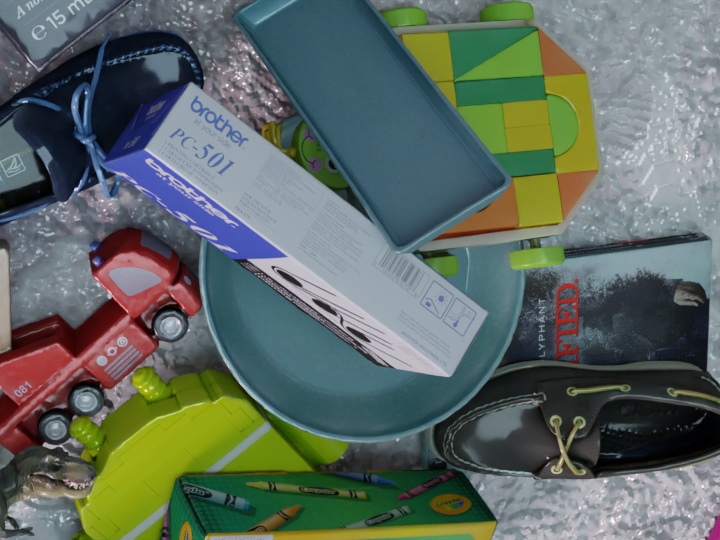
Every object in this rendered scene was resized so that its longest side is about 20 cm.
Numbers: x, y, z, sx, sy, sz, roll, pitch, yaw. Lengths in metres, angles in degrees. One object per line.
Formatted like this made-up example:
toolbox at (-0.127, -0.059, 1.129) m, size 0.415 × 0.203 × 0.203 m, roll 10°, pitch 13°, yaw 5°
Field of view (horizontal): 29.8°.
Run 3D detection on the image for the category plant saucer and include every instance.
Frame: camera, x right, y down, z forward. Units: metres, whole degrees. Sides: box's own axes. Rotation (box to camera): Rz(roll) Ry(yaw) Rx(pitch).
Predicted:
plant saucer at (0.000, 0.000, 0.805) m, size 0.199 × 0.036 × 0.201 m, roll 0°, pitch 90°, yaw -16°
plant saucer at (0.002, -0.091, 0.727) m, size 0.070 × 0.200 × 0.019 m, roll -32°, pitch 147°, yaw -3°

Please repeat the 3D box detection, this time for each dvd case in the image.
dvd case at (0.135, 0.056, 0.889) m, size 0.199 × 0.022 × 0.147 m, roll -6°, pitch 109°, yaw -11°

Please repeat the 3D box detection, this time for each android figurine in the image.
android figurine at (-0.095, 0.136, 0.825) m, size 0.182 × 0.041 × 0.200 m, roll -40°, pitch 127°, yaw 1°

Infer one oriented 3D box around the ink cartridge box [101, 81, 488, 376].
ink cartridge box at (-0.035, -0.017, 0.717) m, size 0.200 × 0.094 × 0.044 m, roll 37°, pitch 76°, yaw -19°

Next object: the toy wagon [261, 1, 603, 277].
toy wagon at (0.043, -0.073, 0.777) m, size 0.199 × 0.040 × 0.156 m, roll -7°, pitch 88°, yaw -19°

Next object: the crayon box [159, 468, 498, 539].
crayon box at (-0.026, 0.188, 0.830) m, size 0.199 × 0.058 × 0.119 m, roll 4°, pitch 118°, yaw -29°

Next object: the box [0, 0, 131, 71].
box at (-0.148, -0.241, 0.666) m, size 0.196 × 0.117 × 0.200 m, roll -38°, pitch 112°, yaw 0°

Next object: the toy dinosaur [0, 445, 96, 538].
toy dinosaur at (-0.240, 0.161, 0.755) m, size 0.199 × 0.047 × 0.089 m, roll -19°, pitch 111°, yaw -16°

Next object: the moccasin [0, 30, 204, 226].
moccasin at (-0.171, -0.061, 0.744) m, size 0.200 × 0.068 × 0.081 m, roll -34°, pitch 113°, yaw -4°

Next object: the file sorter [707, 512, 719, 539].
file sorter at (0.333, 0.213, 0.936) m, size 0.138 × 0.125 × 0.201 m, roll 17°, pitch 103°, yaw -19°

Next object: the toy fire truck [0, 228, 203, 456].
toy fire truck at (-0.204, 0.031, 0.777) m, size 0.200 × 0.049 × 0.141 m, roll -42°, pitch 113°, yaw 2°

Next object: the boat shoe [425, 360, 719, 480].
boat shoe at (0.143, 0.098, 0.860) m, size 0.200 × 0.061 × 0.072 m, roll -6°, pitch 109°, yaw -12°
